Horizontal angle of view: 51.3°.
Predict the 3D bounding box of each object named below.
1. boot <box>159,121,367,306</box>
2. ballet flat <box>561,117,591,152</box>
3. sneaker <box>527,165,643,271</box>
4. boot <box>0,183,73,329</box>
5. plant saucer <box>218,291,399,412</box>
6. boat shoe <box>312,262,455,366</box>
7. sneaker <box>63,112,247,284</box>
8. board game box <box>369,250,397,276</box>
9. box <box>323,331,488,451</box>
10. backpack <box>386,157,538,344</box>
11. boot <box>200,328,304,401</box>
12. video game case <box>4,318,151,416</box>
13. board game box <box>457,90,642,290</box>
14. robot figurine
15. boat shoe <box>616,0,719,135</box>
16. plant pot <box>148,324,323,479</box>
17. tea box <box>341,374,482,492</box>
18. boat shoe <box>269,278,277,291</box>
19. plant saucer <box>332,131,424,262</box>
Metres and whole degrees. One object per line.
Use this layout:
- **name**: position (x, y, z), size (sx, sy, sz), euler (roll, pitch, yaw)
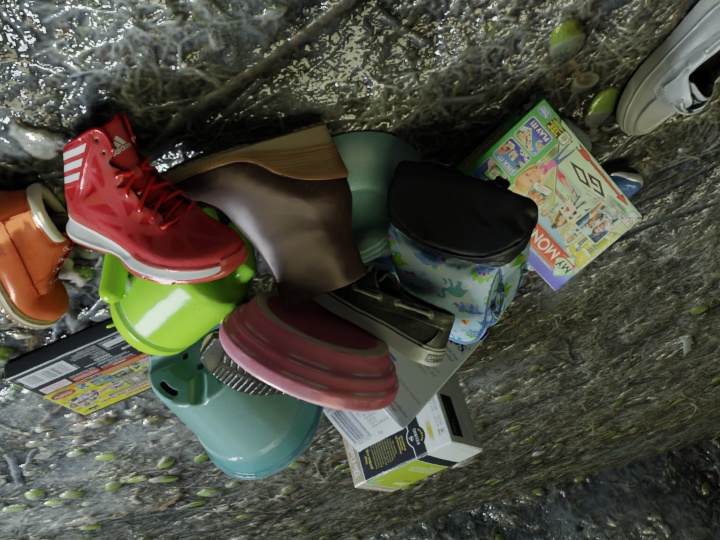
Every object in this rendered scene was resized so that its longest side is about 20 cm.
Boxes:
- **boot**: position (-0.096, -0.042, 0.741), size (0.196, 0.170, 0.072), euler (-17, -165, -13)
- **ballet flat**: position (0.176, -0.112, 0.887), size (0.198, 0.071, 0.069), euler (-33, 148, 17)
- **sneaker**: position (0.286, -0.068, 0.998), size (0.197, 0.078, 0.076), euler (-29, 148, 16)
- **boot**: position (-0.324, -0.011, 0.758), size (0.105, 0.076, 0.201), euler (-20, 150, -7)
- **plant saucer**: position (-0.047, 0.075, 0.781), size (0.198, 0.200, 0.052), euler (12, 106, -41)
- **boat shoe**: position (0.018, 0.028, 0.814), size (0.070, 0.198, 0.065), euler (-3, 117, -56)
- **sneaker**: position (-0.188, -0.065, 0.646), size (0.196, 0.079, 0.118), euler (13, 124, 21)
- **board game box**: position (0.000, 0.000, 0.994), size (0.195, 0.035, 0.136), euler (-11, 150, -12)
- **box**: position (0.056, 0.139, 1.073), size (0.199, 0.105, 0.184), euler (-41, 177, -29)
- **backpack**: position (0.109, -0.011, 0.831), size (0.160, 0.157, 0.200), euler (20, 171, 17)
- **boot**: position (-0.107, 0.078, 0.914), size (0.198, 0.140, 0.077), euler (25, 124, -36)
- **video game case**: position (-0.347, 0.132, 1.032), size (0.196, 0.026, 0.181), euler (-23, 150, 6)
- **board game box**: position (0.212, -0.084, 0.856), size (0.134, 0.029, 0.199), euler (-42, 115, 17)
- **robot figurine**: position (-0.198, 0.017, 0.826), size (0.173, 0.118, 0.199), euler (13, 139, -45)
- **boat shoe**: position (0.354, -0.208, 0.807), size (0.070, 0.070, 0.201), euler (1, 146, -30)
- **plant pot**: position (-0.171, 0.149, 1.006), size (0.196, 0.203, 0.197), euler (-21, 143, 7)
- **tea box**: position (0.072, 0.240, 1.271), size (0.194, 0.204, 0.133), euler (-28, 150, 21)
- **boat shoe**: position (-0.021, 0.039, 0.926), size (0.195, 0.068, 0.077), euler (13, 98, -17)
- **plant saucer**: position (-0.009, -0.062, 0.842), size (0.196, 0.039, 0.204), euler (-14, 139, -12)
